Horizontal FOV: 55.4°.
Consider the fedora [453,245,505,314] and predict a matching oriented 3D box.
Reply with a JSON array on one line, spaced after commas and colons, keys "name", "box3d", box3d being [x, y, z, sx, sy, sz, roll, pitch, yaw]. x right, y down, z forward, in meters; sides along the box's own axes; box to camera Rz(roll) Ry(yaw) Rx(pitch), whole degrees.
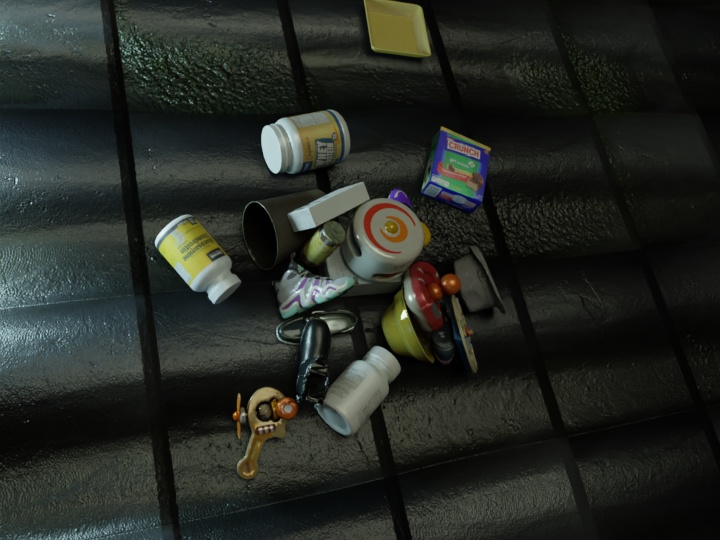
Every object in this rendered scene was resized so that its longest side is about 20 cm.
[{"name": "fedora", "box3d": [0.300, 0.039, 1.804, 0.090, 0.177, 0.201, -22, 90, 3]}]

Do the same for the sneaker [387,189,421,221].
[{"name": "sneaker", "box3d": [0.126, -0.138, 1.829, 0.069, 0.100, 0.201, 2, 67, -22]}]

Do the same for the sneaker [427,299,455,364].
[{"name": "sneaker", "box3d": [0.193, 0.152, 1.740, 0.070, 0.082, 0.200, -5, 38, -1]}]

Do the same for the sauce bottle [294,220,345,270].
[{"name": "sauce bottle", "box3d": [-0.105, -0.049, 1.642, 0.064, 0.200, 0.065, 13, 62, -25]}]

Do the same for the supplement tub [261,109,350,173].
[{"name": "supplement tub", "box3d": [-0.143, -0.333, 1.788, 0.199, 0.145, 0.145, -17, 74, -26]}]

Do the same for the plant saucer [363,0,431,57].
[{"name": "plant saucer", "box3d": [0.107, -0.741, 2.122, 0.199, 0.048, 0.201, 1, 67, -20]}]

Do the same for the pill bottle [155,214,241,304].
[{"name": "pill bottle", "box3d": [-0.370, -0.023, 1.582, 0.200, 0.112, 0.112, 48, 60, 4]}]

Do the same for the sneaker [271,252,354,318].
[{"name": "sneaker", "box3d": [-0.122, 0.017, 1.619, 0.199, 0.078, 0.140, -23, 86, 13]}]

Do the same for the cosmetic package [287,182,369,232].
[{"name": "cosmetic package", "box3d": [-0.074, -0.153, 1.633, 0.200, 0.082, 0.051, -32, 107, -43]}]

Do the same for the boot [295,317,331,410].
[{"name": "boot", "box3d": [-0.101, 0.203, 1.527, 0.073, 0.162, 0.199, 12, 83, -8]}]

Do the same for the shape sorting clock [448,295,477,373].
[{"name": "shape sorting clock", "box3d": [0.259, 0.157, 1.707, 0.039, 0.200, 0.201, -13, 68, 12]}]

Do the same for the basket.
[{"name": "basket", "box3d": [-0.169, -0.116, 1.685, 0.136, 0.181, 0.200, 33, 43, 33]}]

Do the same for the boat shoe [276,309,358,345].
[{"name": "boat shoe", "box3d": [-0.102, 0.130, 1.645, 0.199, 0.060, 0.076, -11, 71, -25]}]

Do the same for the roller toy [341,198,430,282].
[{"name": "roller toy", "box3d": [0.057, -0.074, 1.661, 0.199, 0.140, 0.183, 32, 58, -3]}]

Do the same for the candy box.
[{"name": "candy box", "box3d": [0.276, -0.289, 1.968, 0.168, 0.077, 0.201, 20, 60, -11]}]

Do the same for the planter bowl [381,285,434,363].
[{"name": "planter bowl", "box3d": [0.106, 0.146, 1.680, 0.083, 0.200, 0.201, -23, 73, 11]}]

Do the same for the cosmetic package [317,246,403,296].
[{"name": "cosmetic package", "box3d": [0.000, 0.000, 1.731, 0.199, 0.081, 0.113, -6, 67, -22]}]

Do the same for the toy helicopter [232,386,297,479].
[{"name": "toy helicopter", "box3d": [-0.229, 0.351, 1.494, 0.132, 0.079, 0.201, 23, 73, -17]}]

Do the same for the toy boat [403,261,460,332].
[{"name": "toy boat", "box3d": [0.182, 0.049, 1.665, 0.131, 0.130, 0.200, 60, 14, -24]}]

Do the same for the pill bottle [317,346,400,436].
[{"name": "pill bottle", "box3d": [0.000, 0.274, 1.589, 0.114, 0.114, 0.200, 44, 60, 2]}]
